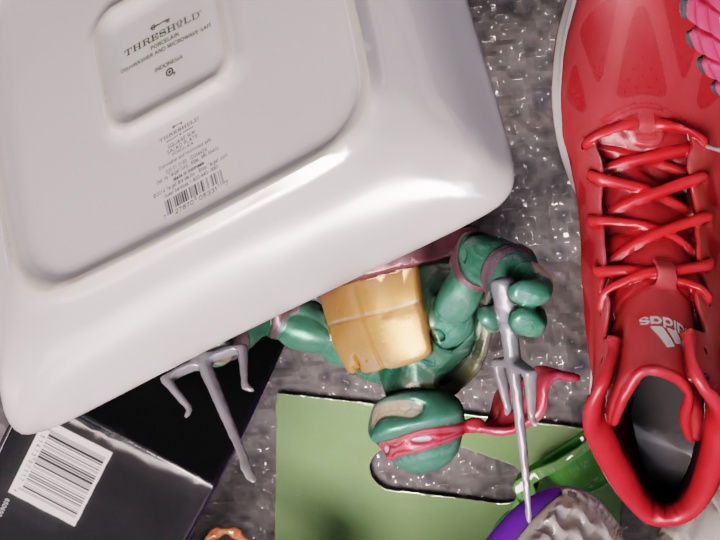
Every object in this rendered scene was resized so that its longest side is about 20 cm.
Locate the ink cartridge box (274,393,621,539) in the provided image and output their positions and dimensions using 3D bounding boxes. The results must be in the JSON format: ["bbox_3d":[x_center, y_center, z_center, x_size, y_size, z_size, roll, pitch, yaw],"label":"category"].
[{"bbox_3d":[0.029,0.154,0.987,0.145,0.048,0.200,6,118,9],"label":"ink cartridge box"}]

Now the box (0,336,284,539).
[{"bbox_3d":[-0.111,0.105,0.939,0.079,0.141,0.200,27,117,-4],"label":"box"}]

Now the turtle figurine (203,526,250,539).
[{"bbox_3d":[-0.002,0.201,0.948,0.161,0.064,0.200,7,99,24],"label":"turtle figurine"}]

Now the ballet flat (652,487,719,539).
[{"bbox_3d":[0.112,0.146,0.890,0.069,0.069,0.200,17,90,3],"label":"ballet flat"}]

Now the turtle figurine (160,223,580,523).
[{"bbox_3d":[0.000,0.000,0.864,0.150,0.101,0.200,-17,83,19],"label":"turtle figurine"}]

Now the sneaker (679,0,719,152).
[{"bbox_3d":[0.176,-0.035,0.825,0.075,0.081,0.200,11,142,50],"label":"sneaker"}]

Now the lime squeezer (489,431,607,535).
[{"bbox_3d":[0.089,0.090,0.927,0.071,0.038,0.200,23,97,23],"label":"lime squeezer"}]

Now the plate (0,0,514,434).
[{"bbox_3d":[-0.058,-0.069,0.829,0.199,0.200,0.032,-26,147,21],"label":"plate"}]

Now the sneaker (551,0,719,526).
[{"bbox_3d":[0.107,-0.009,0.839,0.078,0.116,0.200,-8,100,5],"label":"sneaker"}]

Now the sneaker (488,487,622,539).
[{"bbox_3d":[0.016,0.160,0.856,0.099,0.200,0.070,12,161,49],"label":"sneaker"}]
